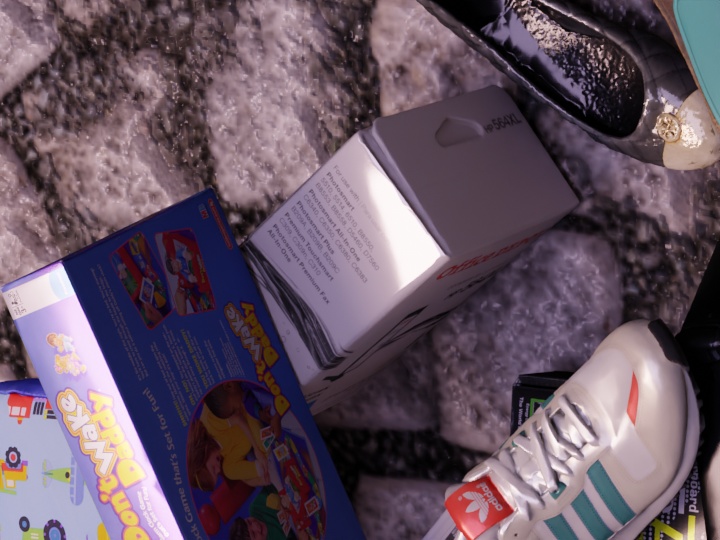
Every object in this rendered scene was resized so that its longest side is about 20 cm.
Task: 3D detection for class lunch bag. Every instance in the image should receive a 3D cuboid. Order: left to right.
[{"bbox_3d":[-0.136,0.144,1.301,0.150,0.094,0.202,3,111,34],"label":"lunch bag"}]

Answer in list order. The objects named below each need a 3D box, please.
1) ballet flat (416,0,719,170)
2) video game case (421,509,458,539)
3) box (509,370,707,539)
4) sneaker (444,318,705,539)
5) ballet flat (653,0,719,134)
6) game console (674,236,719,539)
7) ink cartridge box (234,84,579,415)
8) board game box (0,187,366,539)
[{"bbox_3d":[0.105,-0.107,1.244,0.199,0.057,0.067,33,119,24],"label":"ballet flat"},{"bbox_3d":[0.092,0.239,1.359,0.200,0.018,0.144,47,122,17],"label":"video game case"},{"bbox_3d":[0.164,0.161,1.251,0.192,0.047,0.202,7,95,39],"label":"box"},{"bbox_3d":[0.096,0.105,1.181,0.071,0.093,0.200,61,145,30],"label":"sneaker"},{"bbox_3d":[0.174,-0.155,1.176,0.068,0.072,0.201,-30,83,36],"label":"ballet flat"},{"bbox_3d":[0.263,0.050,1.144,0.199,0.176,0.117,-4,132,35],"label":"game console"},{"bbox_3d":[0.000,0.000,1.287,0.200,0.146,0.085,-41,79,35],"label":"ink cartridge box"},{"bbox_3d":[-0.085,0.074,1.193,0.045,0.134,0.201,-20,95,34],"label":"board game box"}]
